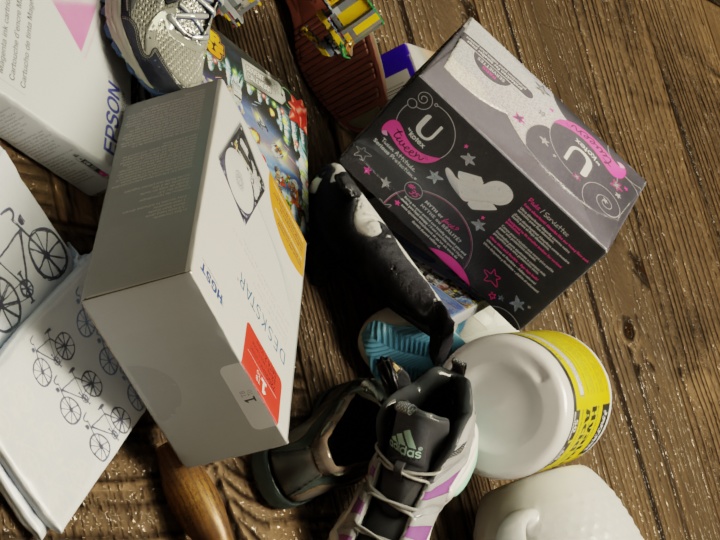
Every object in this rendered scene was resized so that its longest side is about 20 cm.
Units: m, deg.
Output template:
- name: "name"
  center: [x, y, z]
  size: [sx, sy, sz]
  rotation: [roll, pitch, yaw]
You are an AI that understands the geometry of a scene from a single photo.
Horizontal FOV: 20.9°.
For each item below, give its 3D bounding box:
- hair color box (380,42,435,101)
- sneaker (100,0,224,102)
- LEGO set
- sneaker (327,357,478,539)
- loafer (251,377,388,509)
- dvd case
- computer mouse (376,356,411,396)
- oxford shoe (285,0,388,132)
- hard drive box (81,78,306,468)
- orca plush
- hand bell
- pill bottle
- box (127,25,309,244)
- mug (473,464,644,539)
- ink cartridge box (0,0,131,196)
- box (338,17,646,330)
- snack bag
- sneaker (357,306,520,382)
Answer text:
- name: "hair color box"
  center: [0.074, -0.130, 1.732]
  size: [0.200, 0.065, 0.110]
  rotation: [3, 65, -66]
- name: "sneaker"
  center: [-0.125, -0.205, 1.351]
  size: [0.077, 0.085, 0.201]
  rotation: [31, 43, -47]
- name: "LEGO set"
  center: [-0.082, -0.234, 1.506]
  size: [0.200, 0.116, 0.154]
  rotation: [58, 4, 38]
- name: "sneaker"
  center: [0.025, 0.144, 1.365]
  size: [0.140, 0.078, 0.200]
  rotation: [92, 21, -51]
- name: "loafer"
  center: [-0.007, 0.123, 1.428]
  size: [0.200, 0.063, 0.072]
  rotation: [-29, 95, -62]
- name: "dvd case"
  center: [0.045, -0.012, 1.582]
  size: [0.143, 0.018, 0.200]
  rotation: [35, 24, 15]
- name: "computer mouse"
  center: [0.055, 0.104, 1.524]
  size: [0.200, 0.034, 0.059]
  rotation: [46, 28, -66]
- name: "oxford shoe"
  center: [-0.020, -0.213, 1.639]
  size: [0.201, 0.071, 0.074]
  rotation: [68, 24, -1]
- name: "hard drive box"
  center: [-0.103, 0.000, 1.272]
  size: [0.200, 0.077, 0.156]
  rotation: [-86, 156, -48]
- name: "orca plush"
  center: [0.000, 0.000, 1.459]
  size: [0.200, 0.071, 0.105]
  rotation: [54, 2, 28]
- name: "hand bell"
  center: [-0.080, 0.199, 1.252]
  size: [0.200, 0.104, 0.104]
  rotation: [59, 27, 11]
- name: "pill bottle"
  center: [0.137, 0.103, 1.550]
  size: [0.200, 0.111, 0.112]
  rotation: [-1, 71, -69]
- name: "box"
  center: [-0.111, -0.112, 1.439]
  size: [0.200, 0.040, 0.137]
  rotation: [36, 40, -44]
- name: "mug"
  center: [0.154, 0.247, 1.522]
  size: [0.200, 0.147, 0.176]
  rotation: [22, 49, -67]
- name: "ink cartridge box"
  center: [-0.226, -0.177, 1.285]
  size: [0.200, 0.043, 0.197]
  rotation: [37, 41, -46]
- name: "box"
  center: [0.108, -0.080, 1.546]
  size: [0.200, 0.115, 0.132]
  rotation: [44, 36, -4]
- name: "snack bag"
  center: [-0.205, 0.035, 1.192]
  size: [0.200, 0.021, 0.189]
  rotation: [59, 30, -16]
- name: "sneaker"
  center: [0.053, 0.045, 1.592]
  size: [0.200, 0.076, 0.081]
  rotation: [3, 49, -58]
